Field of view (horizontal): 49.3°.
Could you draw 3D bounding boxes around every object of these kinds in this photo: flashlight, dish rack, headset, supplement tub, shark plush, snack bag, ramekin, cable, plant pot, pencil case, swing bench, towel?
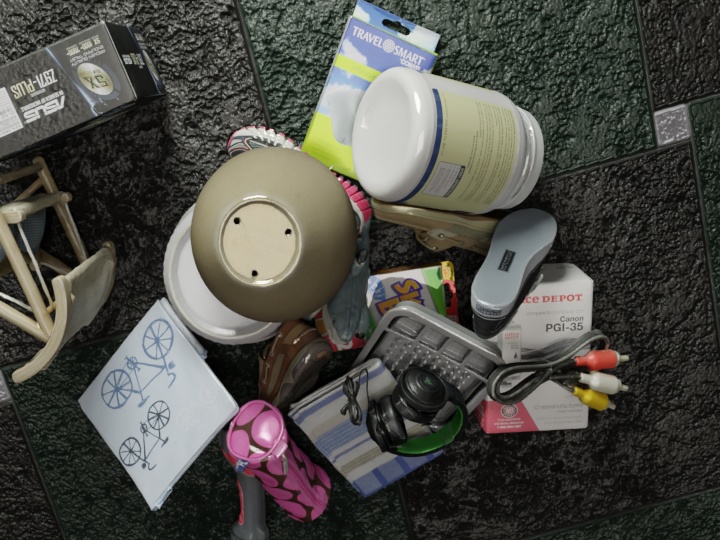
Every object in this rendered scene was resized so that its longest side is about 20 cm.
[{"bbox_3d":[-0.160,0.302,1.086,0.066,0.068,0.206,-1,108,-7],"label":"flashlight"},{"bbox_3d":[0.084,0.122,1.018,0.168,0.044,0.201,26,136,-4],"label":"dish rack"},{"bbox_3d":[0.053,0.183,0.971,0.198,0.095,0.123,33,117,-32],"label":"headset"},{"bbox_3d":[0.103,-0.145,0.915,0.196,0.144,0.149,5,106,-34],"label":"supplement tub"},{"bbox_3d":[0.000,0.000,0.988,0.089,0.083,0.203,27,70,-5],"label":"shark plush"},{"bbox_3d":[-0.261,0.171,1.018,0.200,0.021,0.189,45,99,23],"label":"snack bag"},{"bbox_3d":[-0.154,-0.002,0.981,0.196,0.094,0.209,0,97,1],"label":"ramekin"},{"bbox_3d":[0.248,0.123,0.956,0.195,0.050,0.100,3,103,-29],"label":"cable"},{"bbox_3d":[-0.101,-0.036,0.861,0.194,0.134,0.207,0,95,1],"label":"plant pot"},{"bbox_3d":[-0.099,0.255,1.016,0.092,0.201,0.092,15,61,30],"label":"pencil case"},{"bbox_3d":[-0.388,-0.008,0.929,0.129,0.199,0.201,-38,103,7],"label":"swing bench"},{"bbox_3d":[0.011,0.215,1.058,0.145,0.024,0.201,-30,121,9],"label":"towel"}]

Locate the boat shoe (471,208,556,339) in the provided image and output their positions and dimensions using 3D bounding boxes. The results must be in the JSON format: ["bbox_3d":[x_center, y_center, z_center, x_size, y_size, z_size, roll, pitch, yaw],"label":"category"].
[{"bbox_3d":[0.185,0.003,0.948,0.072,0.201,0.069,15,135,16],"label":"boat shoe"}]

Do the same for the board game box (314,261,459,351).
[{"bbox_3d":[0.034,0.049,1.051,0.194,0.030,0.098,-9,103,-3],"label":"board game box"}]

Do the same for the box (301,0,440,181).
[{"bbox_3d":[0.013,-0.216,0.975,0.119,0.048,0.204,20,103,-7],"label":"box"}]

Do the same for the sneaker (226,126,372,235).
[{"bbox_3d":[-0.082,-0.103,0.955,0.198,0.081,0.075,34,73,7],"label":"sneaker"}]

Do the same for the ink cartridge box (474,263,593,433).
[{"bbox_3d":[0.225,0.102,1.041,0.142,0.083,0.206,-3,104,-2],"label":"ink cartridge box"}]

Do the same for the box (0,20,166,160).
[{"bbox_3d":[-0.342,-0.202,0.902,0.196,0.164,0.088,-22,104,2],"label":"box"}]

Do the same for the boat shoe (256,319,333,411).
[{"bbox_3d":[-0.096,0.125,1.010,0.072,0.075,0.201,50,138,14],"label":"boat shoe"}]

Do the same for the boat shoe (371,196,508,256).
[{"bbox_3d":[0.101,-0.055,0.994,0.195,0.072,0.066,8,113,-23],"label":"boat shoe"}]
